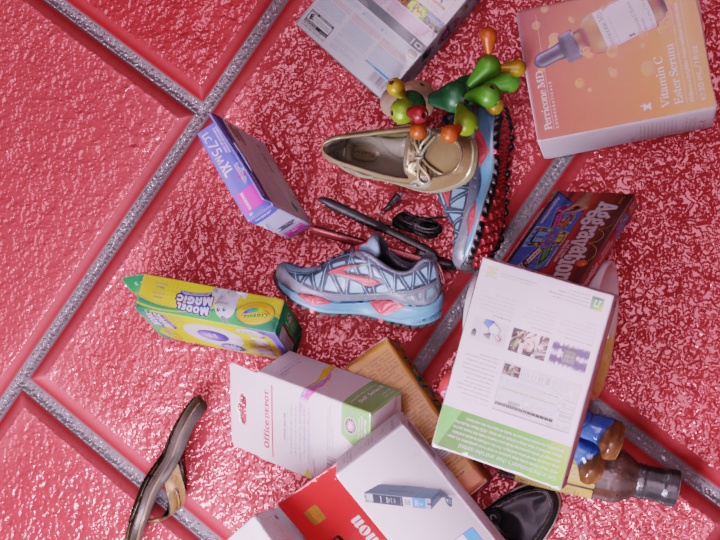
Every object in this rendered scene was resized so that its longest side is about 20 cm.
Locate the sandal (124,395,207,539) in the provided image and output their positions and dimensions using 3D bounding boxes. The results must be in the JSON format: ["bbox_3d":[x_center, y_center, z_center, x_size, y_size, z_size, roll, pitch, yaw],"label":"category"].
[{"bbox_3d":[-0.223,0.246,1.617,0.054,0.082,0.202,28,83,-9],"label":"sandal"}]

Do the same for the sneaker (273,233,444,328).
[{"bbox_3d":[0.000,0.000,1.568,0.197,0.079,0.097,8,107,4],"label":"sneaker"}]

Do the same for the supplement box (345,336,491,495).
[{"bbox_3d":[0.066,0.174,1.558,0.069,0.067,0.201,-38,79,6],"label":"supplement box"}]

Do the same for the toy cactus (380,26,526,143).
[{"bbox_3d":[0.083,-0.197,1.505,0.164,0.199,0.104,2,118,47],"label":"toy cactus"}]

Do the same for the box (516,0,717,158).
[{"bbox_3d":[0.285,-0.224,1.530,0.197,0.106,0.155,-11,83,10],"label":"box"}]

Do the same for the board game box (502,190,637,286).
[{"bbox_3d":[0.219,-0.026,1.483,0.102,0.200,0.020,6,127,31],"label":"board game box"}]

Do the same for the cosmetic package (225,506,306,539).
[{"bbox_3d":[-0.085,0.326,1.507,0.081,0.200,0.113,-41,81,6],"label":"cosmetic package"}]

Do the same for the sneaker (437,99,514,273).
[{"bbox_3d":[0.121,-0.095,1.576,0.094,0.079,0.203,2,75,28],"label":"sneaker"}]

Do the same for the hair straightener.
[{"bbox_3d":[0.040,-0.054,1.597,0.197,0.041,0.078,17,89,13],"label":"hair straightener"}]

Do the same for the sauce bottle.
[{"bbox_3d":[0.253,0.221,1.515,0.197,0.065,0.066,13,87,8],"label":"sauce bottle"}]

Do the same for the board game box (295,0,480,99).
[{"bbox_3d":[0.043,-0.318,1.611,0.147,0.064,0.201,42,95,11],"label":"board game box"}]

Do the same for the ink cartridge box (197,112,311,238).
[{"bbox_3d":[-0.122,-0.105,1.555,0.042,0.200,0.120,-32,79,6],"label":"ink cartridge box"}]

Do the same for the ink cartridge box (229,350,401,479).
[{"bbox_3d":[-0.052,0.168,1.544,0.198,0.067,0.119,18,119,31],"label":"ink cartridge box"}]

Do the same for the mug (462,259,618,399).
[{"bbox_3d":[0.192,0.073,1.506,0.151,0.149,0.189,7,80,20],"label":"mug"}]

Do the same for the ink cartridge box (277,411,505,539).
[{"bbox_3d":[0.036,0.281,1.465,0.175,0.045,0.201,-37,103,10],"label":"ink cartridge box"}]

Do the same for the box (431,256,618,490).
[{"bbox_3d":[0.165,0.102,1.382,0.143,0.036,0.203,17,92,20],"label":"box"}]

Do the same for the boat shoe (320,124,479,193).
[{"bbox_3d":[0.044,-0.130,1.550,0.199,0.063,0.074,13,96,42],"label":"boat shoe"}]

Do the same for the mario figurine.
[{"bbox_3d":[0.171,0.166,1.444,0.198,0.106,0.125,25,102,2],"label":"mario figurine"}]

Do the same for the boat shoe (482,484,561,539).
[{"bbox_3d":[0.141,0.309,1.529,0.198,0.066,0.075,-34,79,7],"label":"boat shoe"}]

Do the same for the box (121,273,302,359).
[{"bbox_3d":[-0.175,0.053,1.591,0.197,0.118,0.049,12,72,14],"label":"box"}]
